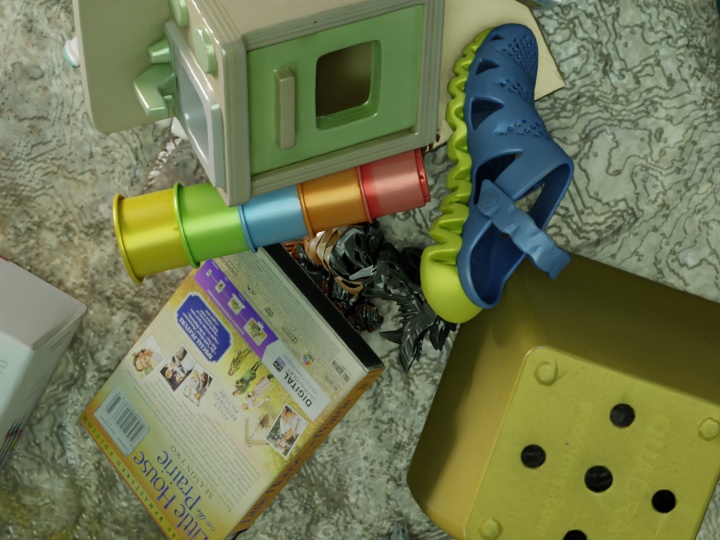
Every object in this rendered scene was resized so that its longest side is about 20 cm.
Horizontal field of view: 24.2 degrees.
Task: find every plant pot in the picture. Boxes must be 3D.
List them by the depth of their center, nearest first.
[{"bbox_3d":[0.148,0.109,1.096,0.199,0.176,0.200,19,101,1],"label":"plant pot"}]

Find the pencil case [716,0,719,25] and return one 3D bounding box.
[{"bbox_3d":[0.274,-0.179,1.080,0.092,0.085,0.201,-8,100,19],"label":"pencil case"}]

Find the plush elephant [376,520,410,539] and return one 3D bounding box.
[{"bbox_3d":[0.068,0.287,1.154,0.165,0.200,0.155,-36,119,22],"label":"plush elephant"}]

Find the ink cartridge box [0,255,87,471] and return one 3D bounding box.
[{"bbox_3d":[-0.305,0.087,1.139,0.145,0.145,0.200,30,101,-1],"label":"ink cartridge box"}]

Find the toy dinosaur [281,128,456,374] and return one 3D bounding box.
[{"bbox_3d":[0.000,0.000,1.130,0.136,0.102,0.200,32,129,13],"label":"toy dinosaur"}]

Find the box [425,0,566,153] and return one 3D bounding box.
[{"bbox_3d":[0.025,-0.179,1.129,0.163,0.021,0.200,-25,97,8],"label":"box"}]

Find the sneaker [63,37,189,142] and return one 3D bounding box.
[{"bbox_3d":[-0.096,-0.126,1.124,0.200,0.078,0.091,32,95,-5],"label":"sneaker"}]

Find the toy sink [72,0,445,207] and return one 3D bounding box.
[{"bbox_3d":[-0.059,-0.127,1.018,0.199,0.112,0.131,-16,139,-17],"label":"toy sink"}]

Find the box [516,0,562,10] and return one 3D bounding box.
[{"bbox_3d":[0.116,-0.275,1.051,0.112,0.101,0.200,28,94,-6],"label":"box"}]

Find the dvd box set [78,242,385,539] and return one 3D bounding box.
[{"bbox_3d":[-0.091,0.084,1.135,0.146,0.029,0.200,48,113,22],"label":"dvd box set"}]

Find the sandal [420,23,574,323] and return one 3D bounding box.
[{"bbox_3d":[0.098,-0.064,1.064,0.087,0.079,0.201,-4,70,32],"label":"sandal"}]

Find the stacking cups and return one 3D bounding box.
[{"bbox_3d":[-0.056,-0.044,1.076,0.199,0.061,0.061,-14,99,5],"label":"stacking cups"}]
